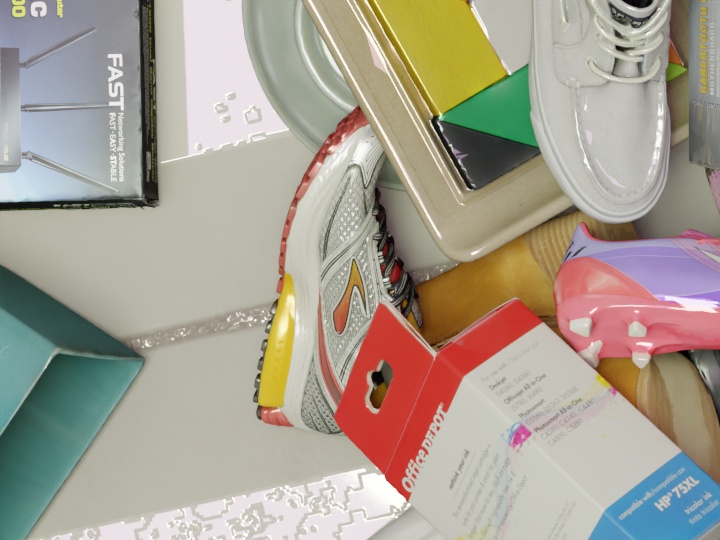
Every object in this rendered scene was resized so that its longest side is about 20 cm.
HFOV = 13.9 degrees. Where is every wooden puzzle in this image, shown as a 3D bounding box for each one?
[{"bbox_3d":[0.079,-0.131,1.533,0.185,0.037,0.200,-30,92,-7],"label":"wooden puzzle"}]

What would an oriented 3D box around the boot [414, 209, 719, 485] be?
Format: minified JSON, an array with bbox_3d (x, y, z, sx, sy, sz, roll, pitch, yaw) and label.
[{"bbox_3d":[0.107,0.073,1.584,0.144,0.071,0.201,-30,66,31],"label":"boot"}]

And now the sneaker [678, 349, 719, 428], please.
[{"bbox_3d":[0.247,0.092,1.597,0.104,0.060,0.200,-21,83,-4],"label":"sneaker"}]

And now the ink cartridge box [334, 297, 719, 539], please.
[{"bbox_3d":[0.086,0.099,1.514,0.067,0.116,0.200,-32,67,-35],"label":"ink cartridge box"}]

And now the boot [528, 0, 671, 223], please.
[{"bbox_3d":[0.124,-0.121,1.477,0.073,0.096,0.200,-11,94,-9],"label":"boot"}]

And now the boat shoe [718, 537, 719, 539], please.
[{"bbox_3d":[0.198,0.196,1.567,0.071,0.063,0.200,39,140,26],"label":"boat shoe"}]

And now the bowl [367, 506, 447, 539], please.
[{"bbox_3d":[0.049,0.224,1.583,0.200,0.075,0.200,-40,68,16],"label":"bowl"}]

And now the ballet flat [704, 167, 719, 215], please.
[{"bbox_3d":[0.235,0.000,1.558,0.069,0.071,0.200,-2,66,-26],"label":"ballet flat"}]

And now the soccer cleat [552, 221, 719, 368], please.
[{"bbox_3d":[0.198,0.012,1.498,0.200,0.067,0.077,2,57,11],"label":"soccer cleat"}]

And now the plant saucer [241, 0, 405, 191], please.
[{"bbox_3d":[0.021,-0.135,1.594,0.200,0.050,0.200,6,107,20],"label":"plant saucer"}]

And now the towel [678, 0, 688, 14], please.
[{"bbox_3d":[0.125,-0.152,1.590,0.200,0.024,0.147,-40,90,26],"label":"towel"}]

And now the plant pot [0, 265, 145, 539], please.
[{"bbox_3d":[-0.254,0.045,1.623,0.200,0.141,0.141,37,96,14],"label":"plant pot"}]

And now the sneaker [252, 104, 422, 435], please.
[{"bbox_3d":[0.000,0.000,1.599,0.082,0.078,0.200,15,120,9],"label":"sneaker"}]

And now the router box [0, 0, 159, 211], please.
[{"bbox_3d":[-0.191,-0.132,1.639,0.150,0.062,0.200,-2,90,4],"label":"router box"}]

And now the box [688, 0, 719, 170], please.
[{"bbox_3d":[0.267,-0.137,1.532,0.200,0.048,0.159,-6,102,-24],"label":"box"}]
